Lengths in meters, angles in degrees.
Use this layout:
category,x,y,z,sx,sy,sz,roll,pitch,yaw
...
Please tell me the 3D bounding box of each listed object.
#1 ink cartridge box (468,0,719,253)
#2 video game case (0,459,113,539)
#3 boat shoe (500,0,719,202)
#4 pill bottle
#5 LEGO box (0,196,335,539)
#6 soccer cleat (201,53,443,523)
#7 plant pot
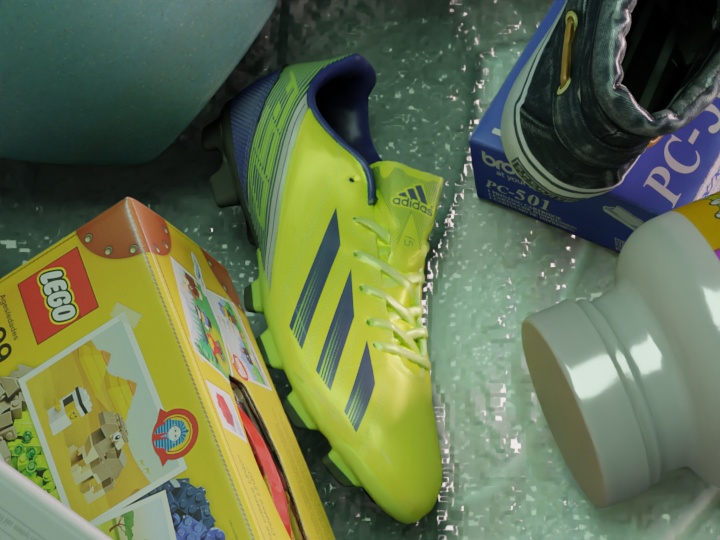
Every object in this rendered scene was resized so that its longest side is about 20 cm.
category,x,y,z,sx,sy,sz,roll,pitch,yaw
ink cartridge box,0.131,-0.100,0.942,0.093,0.044,0.201,22,65,20
video game case,-0.152,0.145,0.733,0.199,0.023,0.183,32,83,21
boat shoe,0.123,-0.120,0.865,0.071,0.091,0.201,29,68,-13
pill bottle,0.162,0.014,0.837,0.199,0.105,0.105,-22,60,-7
LEGO box,-0.090,0.103,0.802,0.148,0.077,0.201,-32,60,12
soccer cleat,0.000,-0.001,0.882,0.083,0.065,0.201,-27,56,11
plant pot,-0.108,-0.120,0.915,0.134,0.200,0.201,37,66,-11
